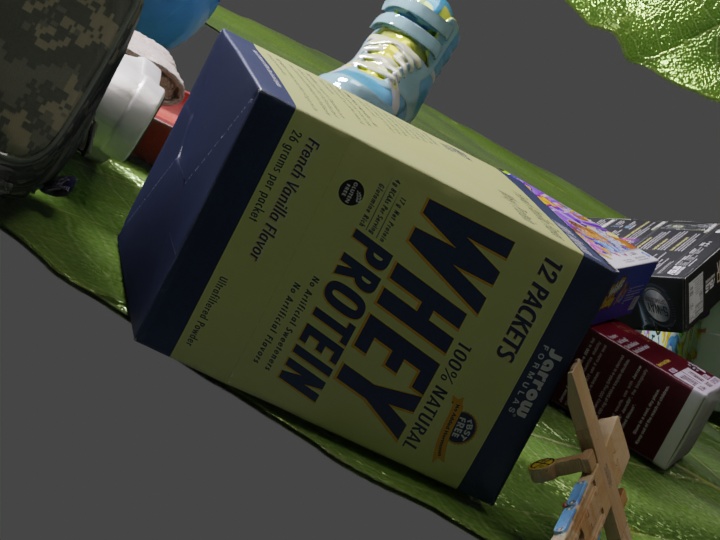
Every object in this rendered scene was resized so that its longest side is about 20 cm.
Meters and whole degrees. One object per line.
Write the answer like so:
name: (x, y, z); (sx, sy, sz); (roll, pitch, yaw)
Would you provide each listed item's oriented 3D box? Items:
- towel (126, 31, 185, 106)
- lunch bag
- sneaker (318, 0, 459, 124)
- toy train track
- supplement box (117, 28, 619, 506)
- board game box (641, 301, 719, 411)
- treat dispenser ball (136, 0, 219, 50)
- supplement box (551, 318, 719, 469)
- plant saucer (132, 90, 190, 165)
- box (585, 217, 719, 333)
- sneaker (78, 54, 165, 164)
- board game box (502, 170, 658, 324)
towel: (-0.217, -0.180, 1.362); (0.199, 0.035, 0.133); (26, 11, -15)
lunch bag: (-0.218, -0.127, 0.990); (0.199, 0.140, 0.168); (28, -12, -9)
sneaker: (0.020, -0.171, 1.529); (0.079, 0.131, 0.200); (30, 7, 6)
toy train track: (0.096, 0.114, 0.896); (0.032, 0.116, 0.200); (-14, 10, 18)
supplement box: (-0.005, -0.008, 0.990); (0.198, 0.135, 0.200); (26, 10, -15)
board game box: (0.315, 0.047, 1.638); (0.104, 0.104, 0.200); (8, 11, -5)
treat dispenser ball: (-0.205, -0.275, 1.596); (0.200, 0.202, 0.201); (28, 10, -5)
supplement box: (0.147, 0.056, 1.318); (0.199, 0.061, 0.109); (30, 10, 15)
plant saucer: (-0.183, -0.126, 1.383); (0.199, 0.037, 0.200); (25, 10, -17)
box: (0.204, -0.001, 1.500); (0.159, 0.044, 0.200); (3, 14, 24)
sneaker: (-0.172, -0.115, 1.180); (0.084, 0.073, 0.200); (31, -4, -12)
board game box: (0.113, -0.016, 1.287); (0.134, 0.045, 0.200); (31, 13, 16)
